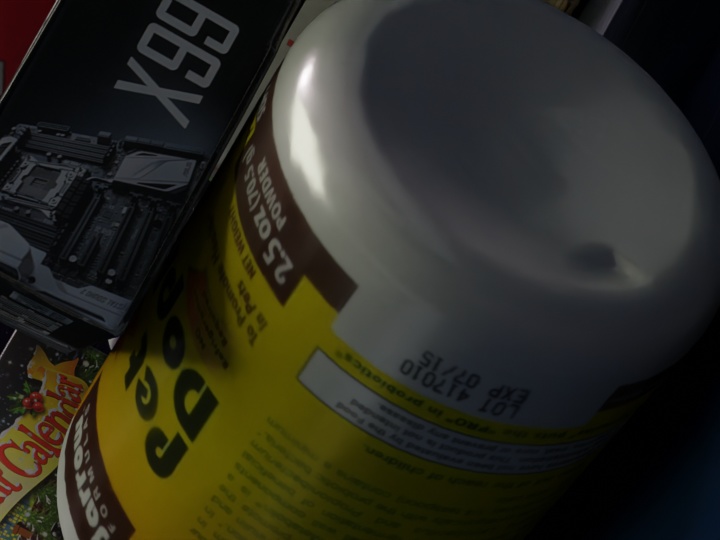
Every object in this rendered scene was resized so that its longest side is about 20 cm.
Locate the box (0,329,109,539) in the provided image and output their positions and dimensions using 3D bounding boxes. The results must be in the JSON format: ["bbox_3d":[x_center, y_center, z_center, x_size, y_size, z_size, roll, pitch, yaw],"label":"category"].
[{"bbox_3d":[-0.093,0.125,0.722,0.038,0.136,0.200,-54,10,50],"label":"box"}]

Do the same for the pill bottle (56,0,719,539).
[{"bbox_3d":[-0.005,0.032,0.538,0.200,0.109,0.109,-56,8,42],"label":"pill bottle"}]

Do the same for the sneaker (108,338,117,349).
[{"bbox_3d":[-0.074,0.064,1.010,0.088,0.074,0.200,81,177,-62],"label":"sneaker"}]

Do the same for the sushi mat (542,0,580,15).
[{"bbox_3d":[0.050,-0.061,0.988,0.200,0.012,0.096,-59,5,19],"label":"sushi mat"}]

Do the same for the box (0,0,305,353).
[{"bbox_3d":[-0.039,-0.078,0.553,0.200,0.050,0.158,-62,9,-8],"label":"box"}]

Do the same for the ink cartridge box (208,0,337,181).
[{"bbox_3d":[0.009,-0.039,0.716,0.067,0.117,0.200,-62,5,-3],"label":"ink cartridge box"}]

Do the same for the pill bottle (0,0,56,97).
[{"bbox_3d":[-0.104,-0.135,0.712,0.112,0.112,0.200,-78,-8,-70],"label":"pill bottle"}]
